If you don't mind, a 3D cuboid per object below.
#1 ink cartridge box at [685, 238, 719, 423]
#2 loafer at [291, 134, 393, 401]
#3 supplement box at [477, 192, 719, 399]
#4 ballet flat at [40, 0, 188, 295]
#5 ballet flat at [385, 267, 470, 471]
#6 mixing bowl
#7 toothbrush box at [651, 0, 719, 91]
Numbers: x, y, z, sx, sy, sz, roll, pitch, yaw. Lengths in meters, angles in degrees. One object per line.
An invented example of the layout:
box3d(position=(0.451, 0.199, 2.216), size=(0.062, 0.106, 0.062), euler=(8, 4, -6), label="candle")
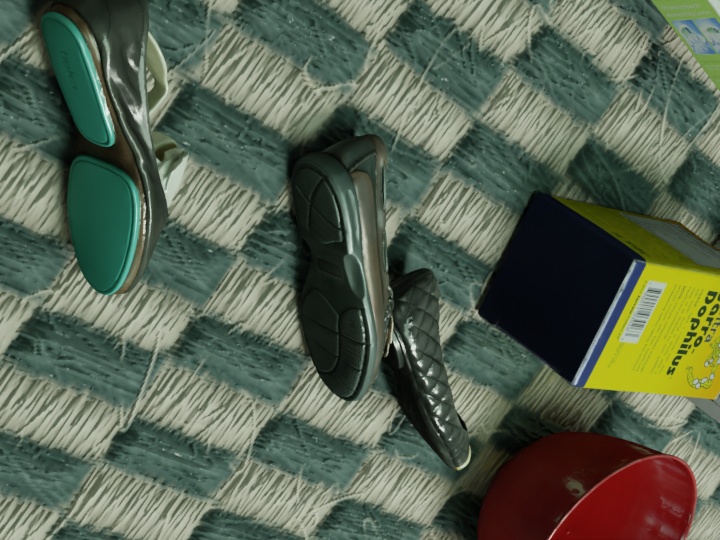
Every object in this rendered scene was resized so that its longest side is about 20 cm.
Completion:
box3d(position=(0.350, 0.037, 1.600), size=(0.200, 0.144, 0.084), euler=(-44, 140, -9), label="ink cartridge box")
box3d(position=(0.000, 0.000, 1.293), size=(0.063, 0.072, 0.200), euler=(-32, 135, -31), label="loafer")
box3d(position=(0.208, 0.023, 1.478), size=(0.200, 0.109, 0.110), euler=(8, 112, -47), label="supplement box")
box3d(position=(-0.134, -0.076, 1.106), size=(0.068, 0.068, 0.200), euler=(-33, 139, -34), label="ballet flat")
box3d(position=(0.056, 0.080, 1.405), size=(0.057, 0.066, 0.200), euler=(-35, 138, -14), label="ballet flat")
box3d(position=(0.171, 0.208, 1.584), size=(0.200, 0.108, 0.200), euler=(-26, 135, -29), label="mixing bowl")
box3d(position=(0.297, -0.202, 1.341), size=(0.146, 0.086, 0.200), euler=(-43, 105, -10), label="toothbrush box")
